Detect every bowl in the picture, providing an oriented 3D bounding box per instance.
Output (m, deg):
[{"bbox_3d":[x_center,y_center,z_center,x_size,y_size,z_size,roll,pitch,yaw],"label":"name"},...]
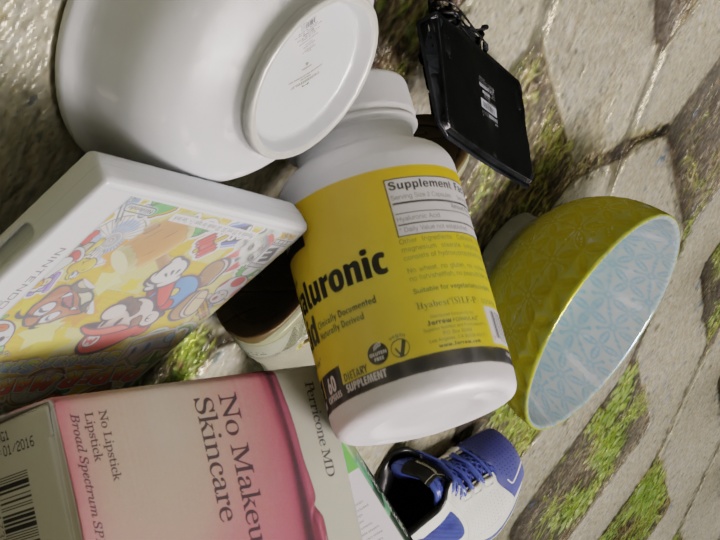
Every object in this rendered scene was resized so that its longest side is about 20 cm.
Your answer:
[{"bbox_3d":[0.154,0.015,1.420,0.200,0.107,0.201,-41,151,-28],"label":"bowl"},{"bbox_3d":[-0.054,-0.121,0.918,0.201,0.090,0.202,-41,152,-27],"label":"bowl"}]

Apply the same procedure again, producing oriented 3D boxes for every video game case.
[{"bbox_3d":[-0.141,0.016,0.940,0.182,0.023,0.200,-41,159,18],"label":"video game case"}]

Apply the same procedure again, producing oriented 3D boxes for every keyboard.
[{"bbox_3d":[0.066,-0.116,1.156,0.200,0.039,0.105,23,60,-69],"label":"keyboard"}]

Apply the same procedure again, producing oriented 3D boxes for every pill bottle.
[{"bbox_3d":[0.014,-0.009,1.033,0.110,0.202,0.111,-14,163,-4],"label":"pill bottle"}]

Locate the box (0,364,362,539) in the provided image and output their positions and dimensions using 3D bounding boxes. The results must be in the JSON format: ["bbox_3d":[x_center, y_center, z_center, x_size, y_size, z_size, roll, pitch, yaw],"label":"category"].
[{"bbox_3d":[-0.110,0.133,0.997,0.199,0.129,0.108,-5,168,-46],"label":"box"}]

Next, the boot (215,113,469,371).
[{"bbox_3d":[0.000,0.000,1.179,0.200,0.072,0.155,-44,152,-11],"label":"boot"}]

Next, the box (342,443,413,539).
[{"bbox_3d":[-0.034,0.208,1.213,0.144,0.201,0.036,-30,-164,3],"label":"box"}]

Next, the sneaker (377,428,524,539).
[{"bbox_3d":[0.070,0.192,1.522,0.199,0.080,0.116,-35,150,-33],"label":"sneaker"}]
